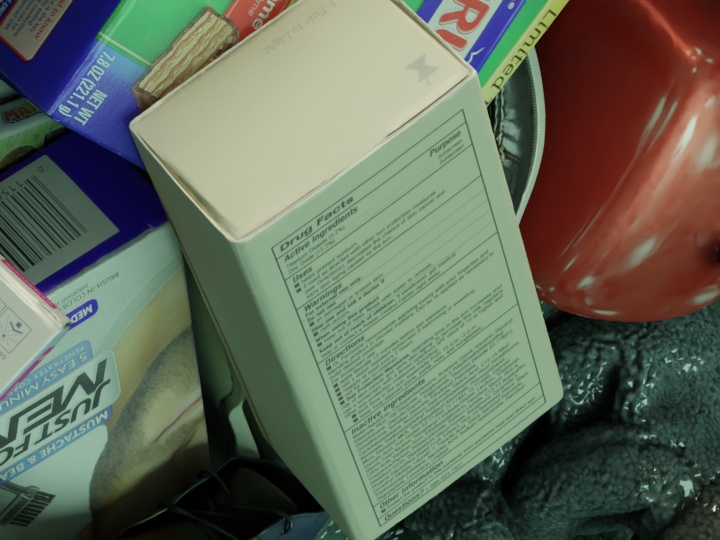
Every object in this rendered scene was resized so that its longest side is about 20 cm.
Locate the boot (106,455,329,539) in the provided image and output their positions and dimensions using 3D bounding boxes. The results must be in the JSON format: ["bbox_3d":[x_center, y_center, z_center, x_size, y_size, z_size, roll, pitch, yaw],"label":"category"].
[{"bbox_3d":[-0.074,0.105,1.103,0.097,0.075,0.200,-58,157,-2],"label":"boot"}]

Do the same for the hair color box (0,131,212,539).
[{"bbox_3d":[-0.119,0.051,1.100,0.109,0.065,0.200,-33,149,-21],"label":"hair color box"}]

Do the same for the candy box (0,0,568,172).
[{"bbox_3d":[-0.025,-0.105,1.030,0.169,0.077,0.200,-54,145,6],"label":"candy box"}]

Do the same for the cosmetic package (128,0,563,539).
[{"bbox_3d":[0.000,0.000,1.028,0.103,0.073,0.200,-35,144,-13],"label":"cosmetic package"}]

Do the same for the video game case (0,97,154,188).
[{"bbox_3d":[-0.115,-0.014,1.106,0.199,0.018,0.144,-24,144,-32],"label":"video game case"}]

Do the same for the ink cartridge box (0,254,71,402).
[{"bbox_3d":[-0.208,0.050,0.973,0.200,0.119,0.042,-47,180,0],"label":"ink cartridge box"}]

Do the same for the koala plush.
[{"bbox_3d":[0.162,0.128,1.430,0.177,0.200,0.184,8,121,-53],"label":"koala plush"}]

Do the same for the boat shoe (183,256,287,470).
[{"bbox_3d":[-0.045,0.025,1.154,0.060,0.072,0.201,-35,156,-15],"label":"boat shoe"}]

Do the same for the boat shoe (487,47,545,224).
[{"bbox_3d":[0.026,-0.023,1.175,0.060,0.074,0.201,-43,147,-59],"label":"boat shoe"}]

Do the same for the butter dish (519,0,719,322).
[{"bbox_3d":[0.133,-0.045,1.243,0.199,0.148,0.200,3,124,-51],"label":"butter dish"}]
